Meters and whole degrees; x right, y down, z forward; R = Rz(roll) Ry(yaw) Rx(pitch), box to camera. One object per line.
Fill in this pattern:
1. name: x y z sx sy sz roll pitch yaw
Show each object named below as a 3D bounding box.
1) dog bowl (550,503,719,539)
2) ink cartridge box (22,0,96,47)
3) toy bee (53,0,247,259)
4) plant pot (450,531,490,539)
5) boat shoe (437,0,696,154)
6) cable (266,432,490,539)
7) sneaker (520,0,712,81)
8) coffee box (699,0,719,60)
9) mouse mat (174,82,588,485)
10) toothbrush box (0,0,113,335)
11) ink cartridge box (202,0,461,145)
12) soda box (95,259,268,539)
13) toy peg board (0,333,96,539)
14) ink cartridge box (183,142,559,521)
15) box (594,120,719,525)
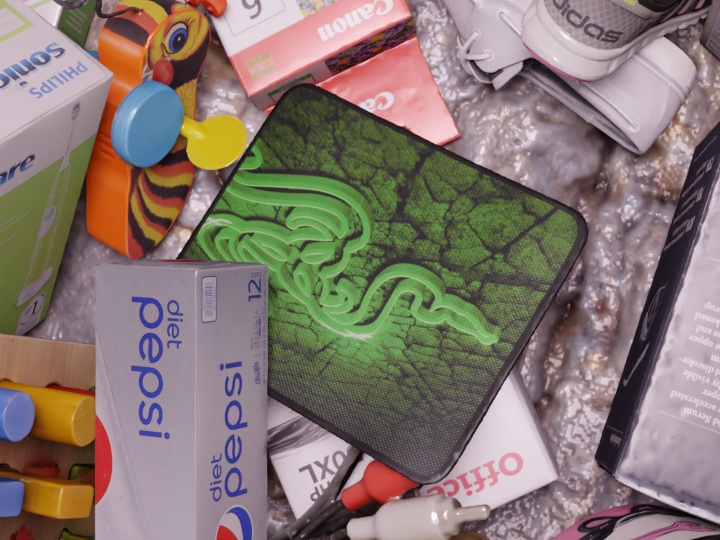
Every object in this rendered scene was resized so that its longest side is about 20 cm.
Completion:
1. dog bowl: 0.143 0.212 0.773 0.198 0.074 0.203 -12 115 -26
2. ink cartridge box: -0.213 -0.174 0.887 0.102 0.059 0.203 17 88 7
3. toy bee: -0.112 -0.106 0.832 0.131 0.201 0.109 42 55 11
4. plant pot: -0.008 0.206 0.773 0.199 0.200 0.028 -33 96 3
5. boat shoe: 0.093 -0.135 0.854 0.198 0.072 0.069 31 87 -3
6. cable: -0.023 0.135 0.766 0.198 0.050 0.098 -21 75 19
7. sneaker: 0.165 -0.176 0.796 0.074 0.088 0.199 44 51 9
8. coffee box: 0.248 -0.160 0.770 0.080 0.200 0.113 43 91 10
9. mouse mat: 0.000 0.000 0.774 0.198 0.008 0.162 27 78 26
10. toothbrush box: -0.225 -0.027 0.784 0.086 0.201 0.145 38 45 10
11. ink cartridge box: -0.029 -0.151 0.871 0.108 0.050 0.202 -25 83 3
12. soda box: -0.090 0.096 0.749 0.067 0.063 0.203 3 94 31
13. toy peg board: -0.161 0.139 0.779 0.097 0.199 0.203 6 86 25
14. ink cartridge box: 0.009 0.052 0.836 0.143 0.084 0.202 -25 85 5
15. box: 0.205 0.030 0.788 0.103 0.148 0.203 18 89 6
